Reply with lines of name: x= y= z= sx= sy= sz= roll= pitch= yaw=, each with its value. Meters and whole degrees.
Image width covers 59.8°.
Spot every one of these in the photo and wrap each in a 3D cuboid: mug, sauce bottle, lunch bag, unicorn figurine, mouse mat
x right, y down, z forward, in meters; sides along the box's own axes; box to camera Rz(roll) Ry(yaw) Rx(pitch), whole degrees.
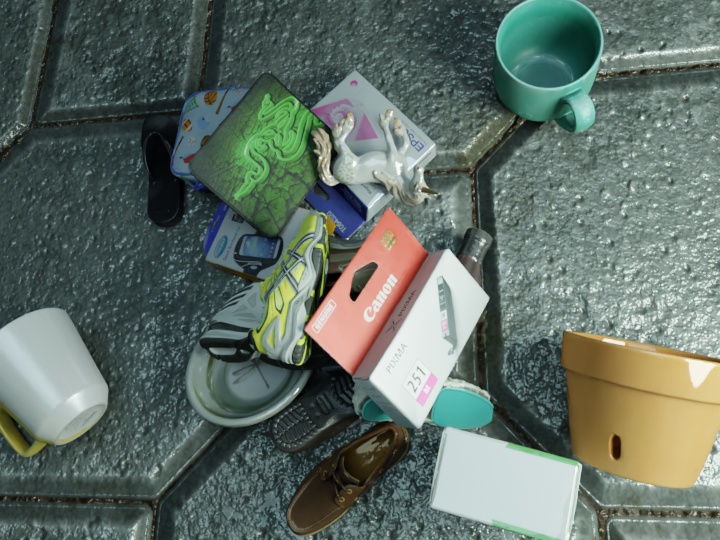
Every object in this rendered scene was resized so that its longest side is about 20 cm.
mug: x=0.267 y=-0.285 z=0.916 sx=0.148 sy=0.115 sz=0.190 roll=8 pitch=74 yaw=12
sauce bottle: x=0.125 y=0.038 z=0.864 sx=0.065 sy=0.066 sz=0.204 roll=20 pitch=77 yaw=16
lunch bag: x=-0.203 y=-0.200 z=0.984 sx=0.195 sy=0.075 sz=0.165 roll=1 pitch=76 yaw=23
unicorn figurine: x=0.027 y=-0.160 z=0.909 sx=0.195 sy=0.074 sz=0.142 roll=-5 pitch=83 yaw=23
mug: x=-0.447 y=0.172 z=0.907 sx=0.153 sy=0.188 sz=0.149 roll=44 pitch=51 yaw=12
mouse mat: x=-0.132 y=-0.168 z=0.909 sx=0.160 sy=0.007 sz=0.202 roll=39 pitch=68 yaw=-14

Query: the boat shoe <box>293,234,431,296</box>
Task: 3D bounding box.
boat shoe: x=0.000 y=0.000 z=0.836 sx=0.194 sy=0.076 sz=0.074 roll=4 pitch=69 yaw=12

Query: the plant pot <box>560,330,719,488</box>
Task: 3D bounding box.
plant pot: x=0.326 y=0.159 z=0.731 sx=0.195 sy=0.200 sz=0.144 roll=9 pitch=91 yaw=13

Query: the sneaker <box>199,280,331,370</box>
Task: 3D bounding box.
sneaker: x=-0.115 y=0.061 z=0.833 sx=0.196 sy=0.076 sz=0.117 roll=1 pitch=52 yaw=26

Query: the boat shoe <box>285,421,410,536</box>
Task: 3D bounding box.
boat shoe: x=-0.021 y=0.265 z=0.814 sx=0.199 sy=0.068 sz=0.072 roll=-40 pitch=69 yaw=-4

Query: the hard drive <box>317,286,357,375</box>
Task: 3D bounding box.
hard drive: x=0.009 y=0.049 z=0.863 sx=0.131 sy=0.043 sz=0.204 roll=-8 pitch=50 yaw=8

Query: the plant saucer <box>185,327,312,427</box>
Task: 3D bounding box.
plant saucer: x=-0.145 y=0.132 z=0.870 sx=0.195 sy=0.051 sz=0.203 roll=-12 pitch=47 yaw=13

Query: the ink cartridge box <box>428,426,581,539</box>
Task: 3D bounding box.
ink cartridge box: x=0.160 y=0.241 z=0.719 sx=0.142 sy=0.200 sz=0.086 roll=11 pitch=76 yaw=14

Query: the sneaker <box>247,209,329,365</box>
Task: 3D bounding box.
sneaker: x=-0.082 y=0.010 z=0.756 sx=0.074 sy=0.076 sz=0.204 roll=7 pitch=58 yaw=8

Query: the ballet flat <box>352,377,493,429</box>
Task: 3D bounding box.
ballet flat: x=0.080 y=0.157 z=0.808 sx=0.195 sy=0.072 sz=0.074 roll=9 pitch=70 yaw=-20

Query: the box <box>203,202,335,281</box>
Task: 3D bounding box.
box: x=-0.145 y=-0.044 z=0.941 sx=0.196 sy=0.041 sz=0.121 roll=16 pitch=75 yaw=29

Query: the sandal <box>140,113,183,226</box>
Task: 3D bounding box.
sandal: x=-0.324 y=-0.174 z=1.027 sx=0.074 sy=0.043 sz=0.205 roll=-15 pitch=70 yaw=5

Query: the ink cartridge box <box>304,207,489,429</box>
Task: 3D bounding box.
ink cartridge box: x=0.052 y=0.050 z=0.746 sx=0.174 sy=0.043 sz=0.202 roll=46 pitch=61 yaw=-21

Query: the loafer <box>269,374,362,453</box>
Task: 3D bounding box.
loafer: x=-0.032 y=0.180 z=0.846 sx=0.196 sy=0.071 sz=0.074 roll=-24 pitch=66 yaw=-16

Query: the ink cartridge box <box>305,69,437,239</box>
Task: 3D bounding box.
ink cartridge box: x=-0.015 y=-0.184 z=0.975 sx=0.200 sy=0.043 sz=0.196 roll=-43 pitch=70 yaw=-6
